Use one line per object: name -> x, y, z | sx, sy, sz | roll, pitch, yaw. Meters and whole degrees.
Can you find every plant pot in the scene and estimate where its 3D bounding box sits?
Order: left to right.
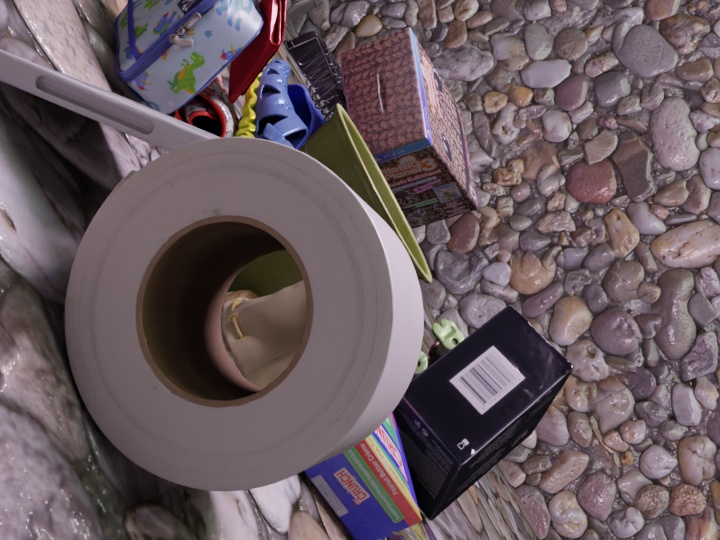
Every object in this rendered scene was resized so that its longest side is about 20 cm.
plant pot -> -0.055, -0.032, 0.899 | 0.201, 0.189, 0.200 | 59, 8, -13

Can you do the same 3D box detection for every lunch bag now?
lunch bag -> -0.188, -0.262, 0.937 | 0.082, 0.160, 0.201 | 42, 17, -35

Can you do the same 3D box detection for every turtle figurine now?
turtle figurine -> 0.069, 0.125, 1.269 | 0.194, 0.142, 0.202 | 105, -13, -60

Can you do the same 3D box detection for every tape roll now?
tape roll -> -0.065, 0.030, 0.566 | 0.204, 0.201, 0.139 | 63, 7, 9

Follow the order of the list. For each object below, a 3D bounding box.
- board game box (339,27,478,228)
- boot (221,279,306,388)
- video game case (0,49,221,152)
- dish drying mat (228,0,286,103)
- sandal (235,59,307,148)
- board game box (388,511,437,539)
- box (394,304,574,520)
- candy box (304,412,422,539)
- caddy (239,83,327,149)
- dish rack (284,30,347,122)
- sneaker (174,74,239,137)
board game box -> 0.064, -0.173, 1.123 | 0.200, 0.096, 0.161 | 40, 39, -58
boot -> -0.059, 0.039, 0.745 | 0.073, 0.154, 0.200 | 60, 8, -12
video game case -> -0.163, -0.113, 0.678 | 0.181, 0.022, 0.200 | 23, 4, 5
dish drying mat -> -0.116, -0.248, 0.975 | 0.200, 0.018, 0.078 | 162, -69, -69
sandal -> -0.103, -0.170, 1.067 | 0.080, 0.086, 0.202 | 92, 4, -61
board game box -> 0.069, 0.331, 1.072 | 0.201, 0.032, 0.120 | 61, 3, -8
box -> 0.137, 0.180, 1.107 | 0.117, 0.196, 0.201 | 46, -28, 22
candy box -> -0.019, 0.152, 0.920 | 0.170, 0.076, 0.201 | 59, 9, -28
caddy -> -0.110, -0.167, 1.173 | 0.105, 0.141, 0.201 | 49, 13, -36
dish rack -> -0.026, -0.218, 1.187 | 0.153, 0.054, 0.201 | 48, 16, -49
sneaker -> -0.203, -0.230, 1.062 | 0.108, 0.067, 0.203 | -57, 122, -84
